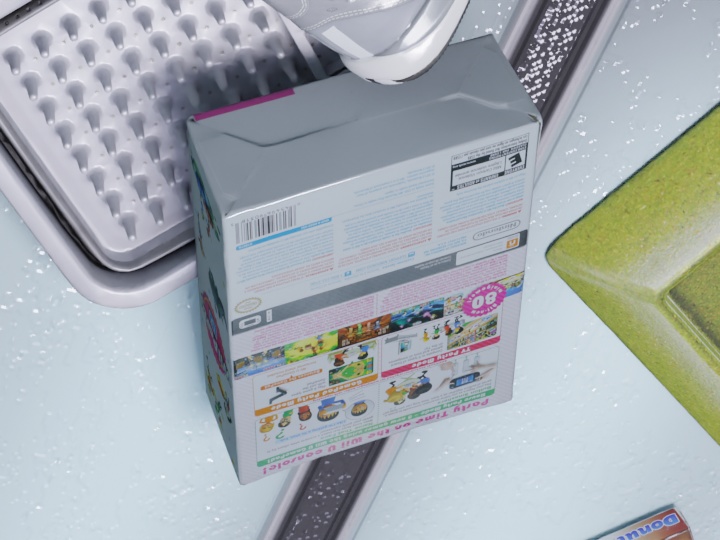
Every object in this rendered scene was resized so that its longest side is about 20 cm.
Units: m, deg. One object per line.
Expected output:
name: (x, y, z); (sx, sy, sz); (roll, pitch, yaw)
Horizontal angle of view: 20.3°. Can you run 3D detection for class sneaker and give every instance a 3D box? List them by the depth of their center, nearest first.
sneaker: (0.017, -0.184, 0.806); (0.115, 0.075, 0.201); (24, 89, -39)

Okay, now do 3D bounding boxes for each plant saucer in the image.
plant saucer: (0.231, -0.002, 1.040); (0.199, 0.048, 0.200); (-40, 124, 10)

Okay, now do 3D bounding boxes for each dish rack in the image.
dish rack: (-0.074, -0.090, 0.893); (0.199, 0.044, 0.172); (-30, 126, 3)

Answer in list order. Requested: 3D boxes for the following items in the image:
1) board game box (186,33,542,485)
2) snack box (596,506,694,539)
board game box: (0.000, 0.000, 0.919); (0.146, 0.065, 0.201); (-16, 142, -14)
snack box: (0.178, 0.227, 1.183); (0.071, 0.024, 0.201); (-22, 126, -1)
